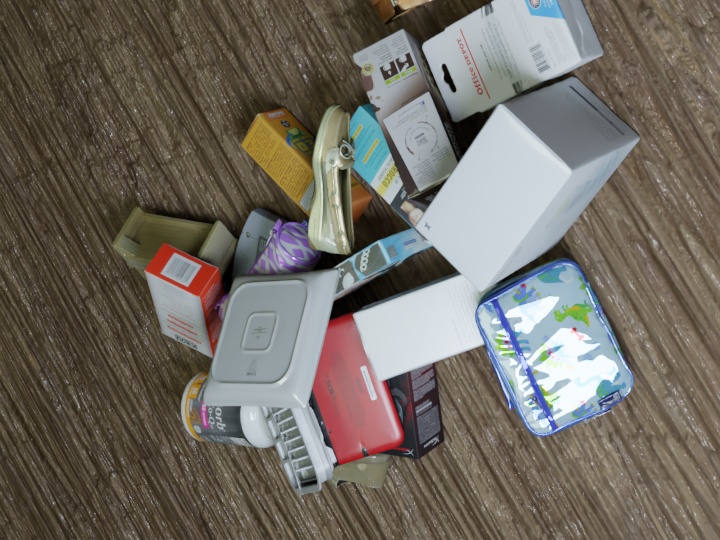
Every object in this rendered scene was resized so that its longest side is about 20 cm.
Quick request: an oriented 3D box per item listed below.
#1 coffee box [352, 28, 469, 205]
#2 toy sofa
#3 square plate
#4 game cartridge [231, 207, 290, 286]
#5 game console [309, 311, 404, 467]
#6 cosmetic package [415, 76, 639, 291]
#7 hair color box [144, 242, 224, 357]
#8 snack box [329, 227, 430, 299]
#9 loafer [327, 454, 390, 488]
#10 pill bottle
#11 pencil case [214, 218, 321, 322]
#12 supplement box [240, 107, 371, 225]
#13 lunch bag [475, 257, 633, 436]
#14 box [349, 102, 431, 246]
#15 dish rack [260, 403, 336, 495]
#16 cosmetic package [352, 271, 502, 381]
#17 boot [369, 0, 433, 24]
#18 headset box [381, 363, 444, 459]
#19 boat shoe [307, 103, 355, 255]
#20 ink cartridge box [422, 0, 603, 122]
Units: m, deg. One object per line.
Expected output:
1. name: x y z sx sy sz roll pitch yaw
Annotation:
1. coffee box: 0.074 -0.192 1.567 0.079 0.113 0.202 -25 79 17
2. toy sofa: -0.288 -0.032 1.948 0.198 0.083 0.098 10 152 35
3. square plate: -0.130 0.089 1.680 0.199 0.028 0.200 -4 63 39
4. game cartridge: -0.137 0.011 1.878 0.133 0.041 0.202 29 121 31
5. game console: -0.037 0.169 1.768 0.171 0.119 0.202 -19 94 10
6. cosmetic package: 0.202 -0.106 1.472 0.123 0.199 0.200 46 127 16
7. hair color box: -0.266 0.049 1.899 0.101 0.062 0.201 25 152 13
8. snack box: 0.000 0.000 1.716 0.199 0.116 0.037 -31 84 40
9. loafer: -0.042 0.296 1.873 0.198 0.076 0.068 1 99 37
10. pill bottle: -0.178 0.219 1.925 0.198 0.116 0.118 -1 104 37
11. pencil case: -0.135 0.013 1.799 0.085 0.084 0.200 28 126 -14
12. supplement box: -0.079 -0.145 1.761 0.200 0.066 0.069 44 126 17
13. lunch bag: 0.241 0.099 1.547 0.159 0.082 0.202 -24 91 7
14. box: 0.060 -0.134 1.669 0.200 0.049 0.083 46 127 16
15. dish rack: -0.088 0.229 1.736 0.200 0.043 0.173 139 111 -72
16. cosmetic package: 0.101 0.066 1.636 0.198 0.074 0.103 -19 92 13
17. boot: 0.064 -0.418 1.559 0.199 0.073 0.156 -23 89 52
18. headset box: 0.033 0.159 1.770 0.148 0.077 0.202 3 108 37
19. boat shoe: -0.029 -0.123 1.660 0.062 0.073 0.203 10 100 18
20. ink cartridge box: 0.185 -0.275 1.514 0.199 0.068 0.117 -23 91 39
